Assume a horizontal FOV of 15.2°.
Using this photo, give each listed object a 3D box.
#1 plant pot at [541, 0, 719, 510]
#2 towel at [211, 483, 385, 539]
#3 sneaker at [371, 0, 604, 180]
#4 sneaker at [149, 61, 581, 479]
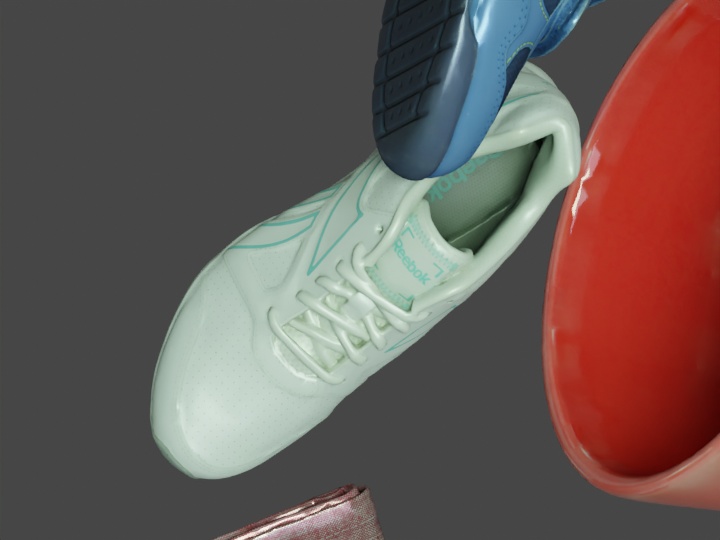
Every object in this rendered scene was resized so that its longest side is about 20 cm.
[{"bbox_3d":[0.189,0.006,0.959,0.177,0.200,0.201,17,96,-22],"label":"plant pot"},{"bbox_3d":[-0.033,0.196,1.031,0.144,0.023,0.201,-21,104,-8],"label":"towel"},{"bbox_3d":[0.067,-0.116,0.949,0.082,0.074,0.201,29,75,-22],"label":"sneaker"},{"bbox_3d":[0.000,0.000,0.974,0.200,0.080,0.070,-45,105,1],"label":"sneaker"}]
